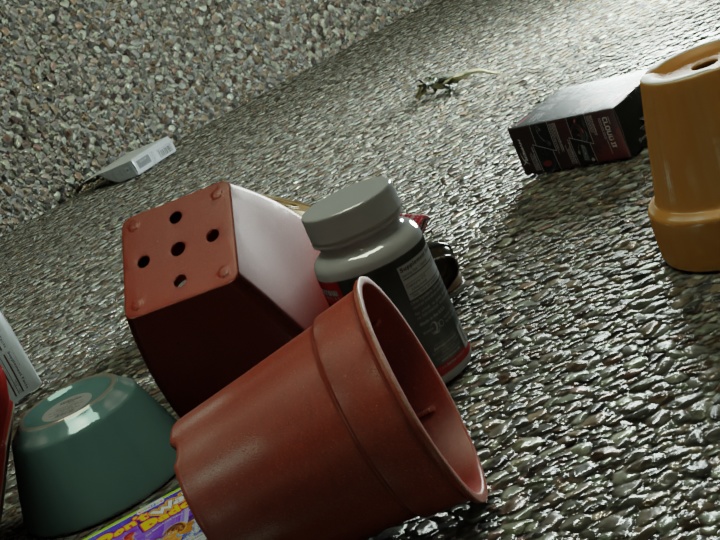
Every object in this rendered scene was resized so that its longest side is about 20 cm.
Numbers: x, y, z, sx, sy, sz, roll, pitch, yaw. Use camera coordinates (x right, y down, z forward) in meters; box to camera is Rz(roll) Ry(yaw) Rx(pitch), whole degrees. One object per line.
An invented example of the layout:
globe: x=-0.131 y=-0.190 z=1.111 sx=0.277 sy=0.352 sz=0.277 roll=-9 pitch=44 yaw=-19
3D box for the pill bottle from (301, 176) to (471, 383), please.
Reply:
pill bottle: x=0.023 y=0.018 z=1.332 sx=0.114 sy=0.200 sz=0.114 roll=-23 pitch=16 yaw=7

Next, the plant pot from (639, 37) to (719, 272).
plant pot: x=0.363 y=-0.125 z=1.330 sx=0.200 sy=0.184 sz=0.200 roll=-23 pitch=16 yaw=7

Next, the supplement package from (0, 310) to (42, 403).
supplement package: x=-0.599 y=0.155 z=1.892 sx=0.191 sy=0.147 sz=0.200 roll=-8 pitch=23 yaw=44

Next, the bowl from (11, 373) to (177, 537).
bowl: x=-0.288 y=0.182 z=1.437 sx=0.200 sy=0.105 sz=0.201 roll=-22 pitch=17 yaw=7

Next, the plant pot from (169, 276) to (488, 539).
plant pot: x=-0.032 y=0.139 z=1.079 sx=0.195 sy=0.201 sz=0.201 roll=-30 pitch=15 yaw=10

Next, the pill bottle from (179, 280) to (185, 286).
pill bottle: x=-0.168 y=0.046 z=1.679 sx=0.200 sy=0.113 sz=0.113 roll=-12 pitch=20 yaw=40

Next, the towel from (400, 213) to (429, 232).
towel: x=0.000 y=0.000 z=1.617 sx=0.200 sy=0.022 sz=0.145 roll=1 pitch=65 yaw=58

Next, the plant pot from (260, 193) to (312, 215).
plant pot: x=-0.124 y=-0.090 z=2.001 sx=0.200 sy=0.028 sz=0.200 roll=13 pitch=7 yaw=-2

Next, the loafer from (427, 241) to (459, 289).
loafer: x=0.045 y=0.050 z=1.457 sx=0.071 sy=0.073 sz=0.200 roll=29 pitch=63 yaw=37

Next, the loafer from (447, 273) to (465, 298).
loafer: x=0.050 y=-0.001 z=1.604 sx=0.072 sy=0.063 sz=0.200 roll=-31 pitch=17 yaw=-21

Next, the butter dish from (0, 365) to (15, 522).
butter dish: x=-0.429 y=0.203 z=1.348 sx=0.147 sy=0.200 sz=0.200 roll=8 pitch=11 yaw=-12

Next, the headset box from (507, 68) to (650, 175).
headset box: x=0.325 y=-0.204 z=1.833 sx=0.200 sy=0.075 sz=0.149 roll=-8 pitch=23 yaw=46

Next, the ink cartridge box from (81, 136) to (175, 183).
ink cartridge box: x=-0.584 y=-0.262 z=3.405 sx=0.200 sy=0.047 sz=0.160 roll=-18 pitch=17 yaw=38

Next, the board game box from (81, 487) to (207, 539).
board game box: x=-0.197 y=0.259 z=1.165 sx=0.200 sy=0.045 sz=0.134 roll=-27 pitch=16 yaw=-10

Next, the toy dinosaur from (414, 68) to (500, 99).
toy dinosaur: x=0.168 y=-0.366 z=2.640 sx=0.200 sy=0.048 sz=0.088 roll=-6 pitch=17 yaw=40

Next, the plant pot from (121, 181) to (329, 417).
plant pot: x=-0.158 y=0.018 z=1.487 sx=0.199 sy=0.176 sz=0.200 roll=-20 pitch=53 yaw=15
